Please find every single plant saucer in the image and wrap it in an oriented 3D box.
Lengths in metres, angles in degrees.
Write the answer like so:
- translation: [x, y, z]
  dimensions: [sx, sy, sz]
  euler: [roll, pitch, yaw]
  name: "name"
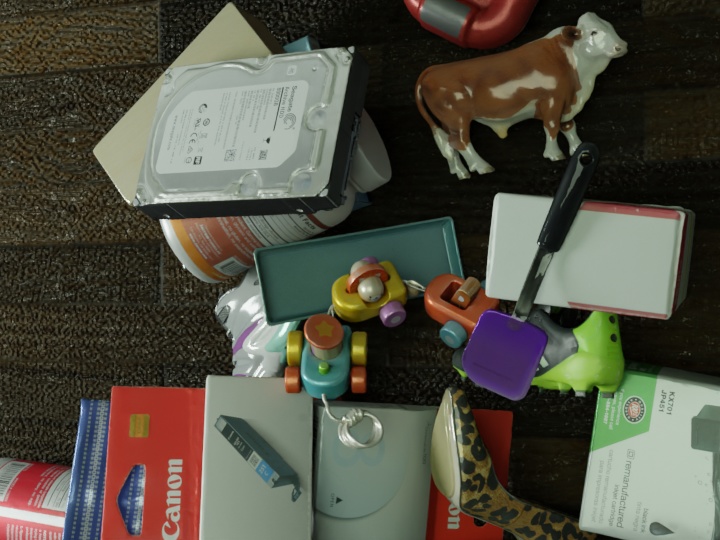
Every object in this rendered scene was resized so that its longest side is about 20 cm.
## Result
- translation: [0.000, 0.000, 1.031]
  dimensions: [0.198, 0.019, 0.071]
  euler: [-10, 87, -22]
  name: "plant saucer"

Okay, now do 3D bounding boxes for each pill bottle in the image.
- translation: [-0.077, -0.077, 1.024]
  dimensions: [0.199, 0.112, 0.113]
  euler: [-26, 82, 17]
  name: "pill bottle"
- translation: [-0.297, 0.259, 1.148]
  dimensions: [0.198, 0.112, 0.114]
  euler: [4, 91, 20]
  name: "pill bottle"

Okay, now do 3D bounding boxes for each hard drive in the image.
- translation: [-0.095, -0.116, 0.961]
  dimensions: [0.198, 0.038, 0.141]
  euler: [0, 69, 28]
  name: "hard drive"

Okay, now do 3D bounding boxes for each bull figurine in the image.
- translation: [0.148, -0.156, 1.013]
  dimensions: [0.198, 0.065, 0.123]
  euler: [-9, 92, 23]
  name: "bull figurine"

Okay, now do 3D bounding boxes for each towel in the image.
- translation: [-0.151, 0.190, 0.962]
  dimensions: [0.198, 0.024, 0.146]
  euler: [6, 73, -5]
  name: "towel"

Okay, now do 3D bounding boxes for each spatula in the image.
- translation: [0.132, -0.001, 0.832]
  dimensions: [0.056, 0.021, 0.202]
  euler: [22, 98, 5]
  name: "spatula"

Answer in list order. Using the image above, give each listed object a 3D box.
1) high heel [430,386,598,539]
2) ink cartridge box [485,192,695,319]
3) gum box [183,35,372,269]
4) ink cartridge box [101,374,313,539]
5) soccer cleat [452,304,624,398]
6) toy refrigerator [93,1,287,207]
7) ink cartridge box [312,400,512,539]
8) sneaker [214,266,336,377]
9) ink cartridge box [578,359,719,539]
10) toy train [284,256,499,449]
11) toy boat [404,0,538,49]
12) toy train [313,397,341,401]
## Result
- translation: [0.138, 0.180, 0.985]
  dimensions: [0.141, 0.071, 0.202]
  euler: [-13, 109, -13]
  name: "high heel"
- translation: [0.197, -0.016, 0.927]
  dimensions: [0.144, 0.200, 0.084]
  euler: [6, 95, 19]
  name: "ink cartridge box"
- translation: [-0.107, -0.114, 1.116]
  dimensions: [0.198, 0.044, 0.171]
  euler: [-19, 84, 19]
  name: "gum box"
- translation: [-0.128, 0.189, 0.934]
  dimensions: [0.174, 0.045, 0.202]
  euler: [2, 70, -7]
  name: "ink cartridge box"
- translation: [0.154, 0.066, 0.978]
  dimensions: [0.199, 0.067, 0.082]
  euler: [-4, 80, 57]
  name: "soccer cleat"
- translation: [-0.155, -0.151, 1.075]
  dimensions: [0.200, 0.070, 0.076]
  euler: [-44, 68, 13]
  name: "toy refrigerator"
- translation: [0.047, 0.203, 1.004]
  dimensions: [0.198, 0.047, 0.162]
  euler: [5, 90, -16]
  name: "ink cartridge box"
- translation: [-0.106, 0.075, 1.109]
  dimensions: [0.140, 0.077, 0.201]
  euler: [40, 116, 35]
  name: "sneaker"
- translation: [0.298, 0.165, 0.951]
  dimensions: [0.198, 0.083, 0.148]
  euler: [8, 93, 19]
  name: "ink cartridge box"
- translation: [0.026, 0.048, 0.950]
  dimensions: [0.150, 0.056, 0.200]
  euler: [33, 59, 26]
  name: "toy train"
- translation: [0.110, -0.305, 0.993]
  dimensions: [0.130, 0.131, 0.201]
  euler: [29, 99, 17]
  name: "toy boat"
- translation: [-0.096, 0.183, 1.042]
  dimensions: [0.149, 0.056, 0.201]
  euler: [17, 115, -18]
  name: "toy train"
